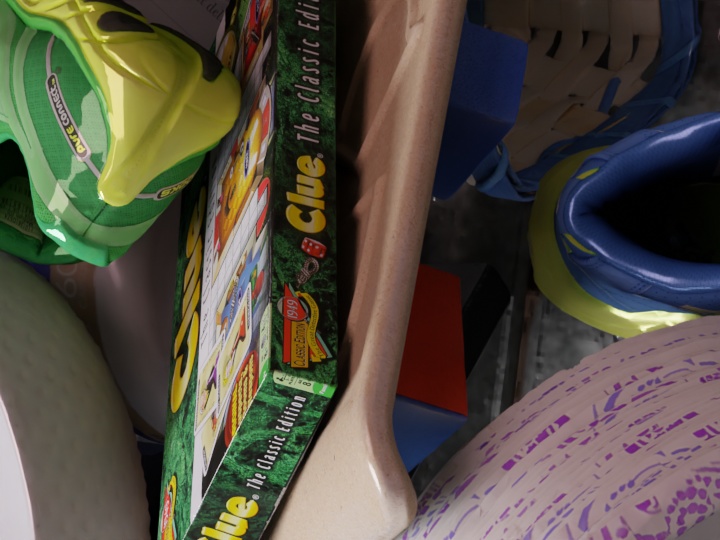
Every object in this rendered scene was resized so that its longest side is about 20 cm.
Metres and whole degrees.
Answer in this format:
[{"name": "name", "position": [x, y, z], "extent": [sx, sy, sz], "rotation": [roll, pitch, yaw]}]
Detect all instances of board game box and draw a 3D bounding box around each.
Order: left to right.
[{"name": "board game box", "position": [-0.032, -0.012, 0.657], "extent": [0.201, 0.023, 0.105], "rotation": [-91, 18, -44]}]

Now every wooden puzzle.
[{"name": "wooden puzzle", "position": [0.000, 0.000, 0.660], "extent": [0.185, 0.046, 0.201], "rotation": [130, 150, -61]}]

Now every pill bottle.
[{"name": "pill bottle", "position": [-0.112, 0.002, 0.836], "extent": [0.199, 0.115, 0.116], "rotation": [1, 85, 41]}]

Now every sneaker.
[{"name": "sneaker", "position": [-0.100, -0.049, 0.708], "extent": [0.084, 0.074, 0.200], "rotation": [-59, 21, 0]}, {"name": "sneaker", "position": [0.143, -0.006, 0.635], "extent": [0.199, 0.105, 0.076], "rotation": [-1, 86, 9]}]

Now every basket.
[{"name": "basket", "position": [0.068, -0.111, 0.720], "extent": [0.199, 0.139, 0.177], "rotation": [15, 127, 40]}]

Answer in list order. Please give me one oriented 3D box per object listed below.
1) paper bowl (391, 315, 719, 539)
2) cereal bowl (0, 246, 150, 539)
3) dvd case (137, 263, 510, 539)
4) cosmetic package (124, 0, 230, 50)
[{"name": "paper bowl", "position": [0.081, 0.109, 0.628], "extent": [0.104, 0.200, 0.202], "rotation": [40, 111, 51]}, {"name": "cereal bowl", "position": [-0.135, 0.077, 0.738], "extent": [0.199, 0.083, 0.201], "rotation": [7, 101, 43]}, {"name": "dvd case", "position": [-0.048, 0.075, 0.816], "extent": [0.150, 0.025, 0.200], "rotation": [-1, 44, 39]}, {"name": "cosmetic package", "position": [-0.104, -0.181, 0.830], "extent": [0.122, 0.199, 0.201], "rotation": [1, 62, 42]}]
